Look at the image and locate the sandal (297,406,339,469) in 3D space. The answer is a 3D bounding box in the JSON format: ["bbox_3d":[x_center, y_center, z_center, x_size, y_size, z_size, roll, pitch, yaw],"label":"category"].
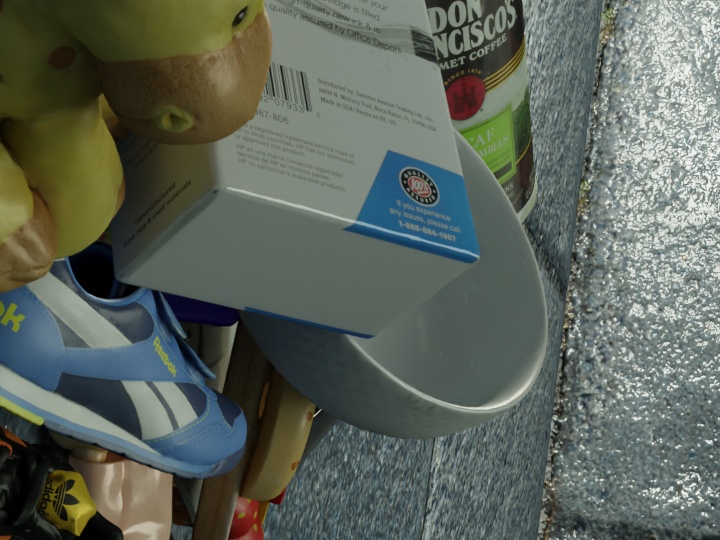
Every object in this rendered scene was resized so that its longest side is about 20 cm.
[{"bbox_3d":[-0.048,0.094,1.305,0.043,0.076,0.200,64,21,-12],"label":"sandal"}]

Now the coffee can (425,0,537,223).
[{"bbox_3d":[0.032,-0.128,1.185,0.147,0.145,0.201,-68,156,-50],"label":"coffee can"}]

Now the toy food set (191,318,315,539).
[{"bbox_3d":[-0.055,0.072,1.085,0.199,0.048,0.201,-82,-175,-46],"label":"toy food set"}]

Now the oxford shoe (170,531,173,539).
[{"bbox_3d":[-0.112,0.174,1.052,0.071,0.072,0.201,-44,138,-70],"label":"oxford shoe"}]

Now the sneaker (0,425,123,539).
[{"bbox_3d":[-0.156,0.082,0.786,0.200,0.089,0.070,68,31,-64],"label":"sneaker"}]

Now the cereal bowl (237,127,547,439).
[{"bbox_3d":[0.000,0.000,0.978,0.200,0.083,0.201,30,42,-31],"label":"cereal bowl"}]

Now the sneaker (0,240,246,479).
[{"bbox_3d":[-0.106,0.037,0.846,0.200,0.074,0.083,32,81,-55],"label":"sneaker"}]

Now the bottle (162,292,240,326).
[{"bbox_3d":[-0.091,-0.073,1.012,0.065,0.083,0.201,175,-80,-70],"label":"bottle"}]

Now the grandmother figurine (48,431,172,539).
[{"bbox_3d":[-0.127,0.179,0.986,0.060,0.121,0.201,12,-83,62],"label":"grandmother figurine"}]

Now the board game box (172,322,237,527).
[{"bbox_3d":[-0.098,0.027,1.151,0.200,0.026,0.201,76,23,-54],"label":"board game box"}]

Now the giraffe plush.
[{"bbox_3d":[-0.098,-0.097,0.691,0.200,0.161,0.173,57,34,-44],"label":"giraffe plush"}]

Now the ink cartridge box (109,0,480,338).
[{"bbox_3d":[-0.040,-0.085,0.861,0.144,0.084,0.201,15,53,-36],"label":"ink cartridge box"}]

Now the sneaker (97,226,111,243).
[{"bbox_3d":[-0.117,-0.022,0.912,0.078,0.090,0.201,58,41,-71],"label":"sneaker"}]
